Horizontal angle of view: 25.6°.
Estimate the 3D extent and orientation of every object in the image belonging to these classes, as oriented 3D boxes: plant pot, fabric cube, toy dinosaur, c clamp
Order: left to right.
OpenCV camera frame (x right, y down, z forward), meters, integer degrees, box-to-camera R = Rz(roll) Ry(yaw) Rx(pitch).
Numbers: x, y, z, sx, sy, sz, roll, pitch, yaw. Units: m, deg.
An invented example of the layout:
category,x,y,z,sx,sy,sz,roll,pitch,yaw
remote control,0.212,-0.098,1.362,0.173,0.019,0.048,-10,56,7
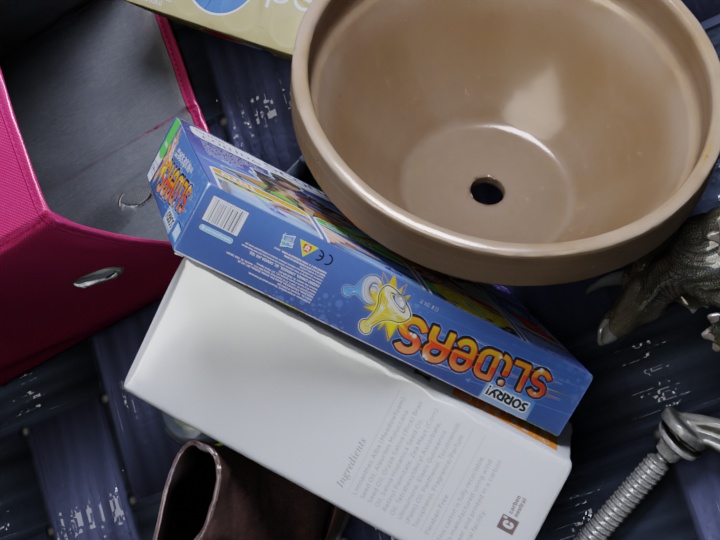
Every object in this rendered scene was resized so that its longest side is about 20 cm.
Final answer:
category,x,y,z,sx,sy,sz,roll,pitch,yaw
fabric cube,-0.215,-0.062,0.876,0.198,0.196,0.201,-27,75,21
plant pot,0.064,-0.062,0.747,0.199,0.093,0.202,3,54,-4
c clamp,0.132,0.146,0.780,0.200,0.027,0.171,-46,68,16
toy dinosaur,0.198,-0.012,0.730,0.198,0.102,0.078,-13,108,11

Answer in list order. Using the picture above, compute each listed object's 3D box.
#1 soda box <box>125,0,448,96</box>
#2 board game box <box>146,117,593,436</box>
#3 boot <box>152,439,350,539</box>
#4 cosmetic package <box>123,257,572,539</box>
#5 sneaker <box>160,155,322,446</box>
category,x,y,z,sx,sy,sz,roll,pitch,yaw
soda box,-0.031,-0.148,0.867,0.199,0.064,0.068,22,95,27
board game box,0.000,0.000,0.743,0.199,0.135,0.035,27,100,-18
boot,-0.070,0.176,0.798,0.072,0.166,0.202,17,93,26
cosmetic package,-0.001,0.065,0.757,0.199,0.101,0.072,28,98,4
sneaker,-0.054,0.009,0.853,0.074,0.081,0.201,37,101,24
